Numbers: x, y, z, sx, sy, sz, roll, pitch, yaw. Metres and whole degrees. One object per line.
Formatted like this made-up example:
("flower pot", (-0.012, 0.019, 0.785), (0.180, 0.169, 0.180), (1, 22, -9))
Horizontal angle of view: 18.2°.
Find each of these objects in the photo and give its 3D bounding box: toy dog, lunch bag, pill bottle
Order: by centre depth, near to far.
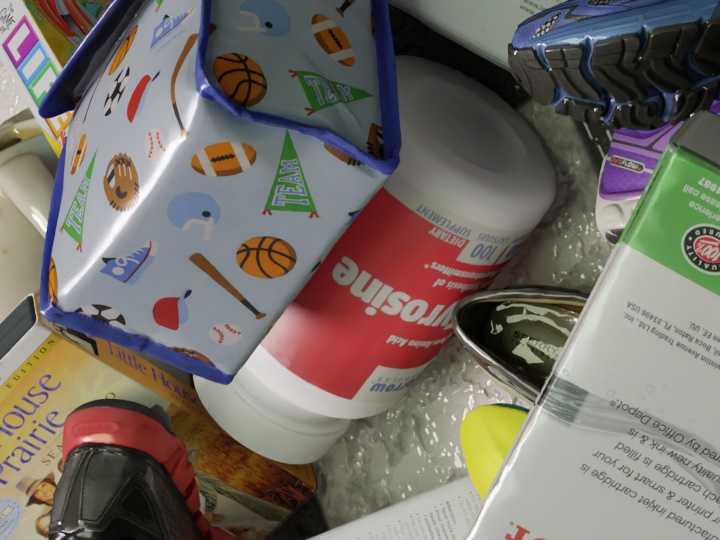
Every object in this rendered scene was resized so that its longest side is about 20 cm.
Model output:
("lunch bag", (-0.069, -0.082, 1.051), (0.170, 0.124, 0.200), (-48, 28, 38))
("pill bottle", (0.000, 0.000, 1.123), (0.112, 0.112, 0.200), (51, 123, 24))
("toy dog", (-0.153, 0.016, 1.231), (0.194, 0.139, 0.200), (0, 119, 58))

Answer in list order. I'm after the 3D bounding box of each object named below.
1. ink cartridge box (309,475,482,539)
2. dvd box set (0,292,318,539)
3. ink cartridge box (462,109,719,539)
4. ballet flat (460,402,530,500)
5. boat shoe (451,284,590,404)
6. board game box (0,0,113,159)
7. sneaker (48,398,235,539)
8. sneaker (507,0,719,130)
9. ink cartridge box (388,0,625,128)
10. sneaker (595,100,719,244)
("ink cartridge box", (0.067, 0.202, 1.101), (0.200, 0.043, 0.197), (-22, 78, 7))
("dvd box set", (-0.141, 0.111, 1.185), (0.146, 0.200, 0.029), (-44, 35, 16))
("ink cartridge box", (0.149, 0.059, 0.915), (0.146, 0.083, 0.200), (30, 111, 7))
("ballet flat", (0.117, 0.135, 1.030), (0.200, 0.067, 0.067), (36, 136, 12))
("boat shoe", (0.130, 0.052, 1.041), (0.200, 0.065, 0.073), (12, 88, 33))
("board game box", (-0.116, -0.094, 1.196), (0.034, 0.134, 0.200), (-45, 67, 33))
("sneaker", (-0.101, 0.160, 1.143), (0.071, 0.098, 0.201), (-7, 133, 25))
("sneaker", (0.156, -0.123, 0.972), (0.200, 0.075, 0.079), (-19, 57, -4))
("ink cartridge box", (0.093, -0.195, 1.061), (0.196, 0.043, 0.200), (33, 93, 33))
("sneaker", (0.189, -0.058, 0.988), (0.200, 0.081, 0.084), (-7, 72, 35))
